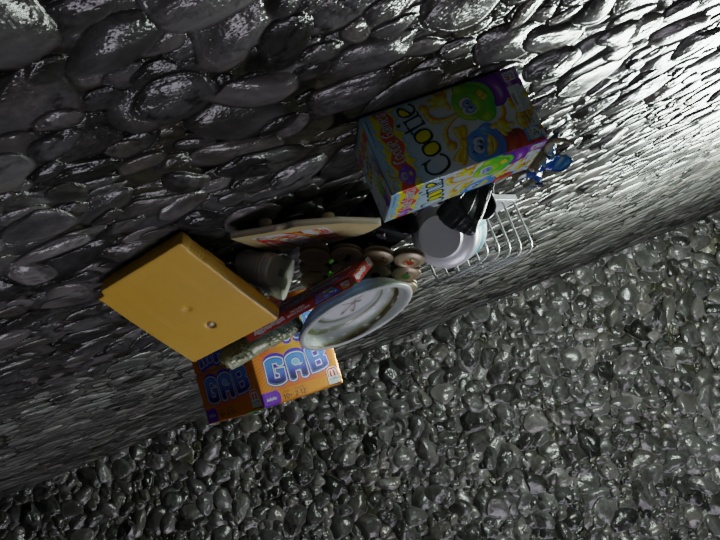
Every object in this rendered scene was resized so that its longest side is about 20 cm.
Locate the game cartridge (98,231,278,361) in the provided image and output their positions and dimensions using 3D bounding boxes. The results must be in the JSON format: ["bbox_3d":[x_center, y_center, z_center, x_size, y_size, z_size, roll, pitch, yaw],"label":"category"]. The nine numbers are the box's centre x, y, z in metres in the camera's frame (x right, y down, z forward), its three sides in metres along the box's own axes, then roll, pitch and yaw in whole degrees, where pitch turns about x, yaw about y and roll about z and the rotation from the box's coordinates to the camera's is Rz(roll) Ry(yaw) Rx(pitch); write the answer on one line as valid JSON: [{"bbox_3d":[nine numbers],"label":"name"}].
[{"bbox_3d":[-0.246,0.043,1.105,0.176,0.033,0.200,-27,131,24],"label":"game cartridge"}]

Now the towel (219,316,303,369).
[{"bbox_3d":[-0.161,0.108,1.294,0.148,0.037,0.200,-27,-175,-3],"label":"towel"}]

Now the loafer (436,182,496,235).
[{"bbox_3d":[0.179,-0.110,1.203,0.068,0.070,0.201,-47,-179,36],"label":"loafer"}]

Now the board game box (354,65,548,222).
[{"bbox_3d":[0.105,-0.151,0.937,0.199,0.103,0.105,-20,168,-8],"label":"board game box"}]

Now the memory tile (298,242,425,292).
[{"bbox_3d":[0.000,0.000,1.243,0.199,0.017,0.153,3,153,-3],"label":"memory tile"}]

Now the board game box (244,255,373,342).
[{"bbox_3d":[-0.077,0.042,1.169,0.199,0.020,0.103,-29,-173,20],"label":"board game box"}]

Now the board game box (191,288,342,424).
[{"bbox_3d":[-0.194,0.168,1.523,0.199,0.201,0.200,-10,171,-44],"label":"board game box"}]

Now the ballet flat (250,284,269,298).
[{"bbox_3d":[-0.182,0.046,1.230,0.065,0.071,0.200,-10,170,4],"label":"ballet flat"}]

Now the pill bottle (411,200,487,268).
[{"bbox_3d":[0.149,-0.063,1.297,0.110,0.111,0.200,-25,179,16],"label":"pill bottle"}]

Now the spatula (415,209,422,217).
[{"bbox_3d":[0.100,-0.104,1.339,0.056,0.021,0.200,-26,169,-2],"label":"spatula"}]

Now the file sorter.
[{"bbox_3d":[0.224,-0.062,1.500,0.139,0.125,0.200,-30,166,36],"label":"file sorter"}]

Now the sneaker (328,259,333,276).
[{"bbox_3d":[-0.039,-0.008,1.433,0.084,0.077,0.200,-35,180,-33],"label":"sneaker"}]

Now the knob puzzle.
[{"bbox_3d":[-0.069,-0.065,1.127,0.218,0.031,0.220,-7,174,-1],"label":"knob puzzle"}]

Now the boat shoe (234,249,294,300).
[{"bbox_3d":[-0.157,0.005,1.261,0.068,0.072,0.200,16,179,9],"label":"boat shoe"}]

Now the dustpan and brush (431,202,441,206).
[{"bbox_3d":[0.121,-0.144,1.099,0.139,0.057,0.200,-20,171,-12],"label":"dustpan and brush"}]

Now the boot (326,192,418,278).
[{"bbox_3d":[0.046,-0.044,1.248,0.164,0.066,0.200,22,152,-13],"label":"boot"}]

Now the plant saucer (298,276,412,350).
[{"bbox_3d":[-0.015,0.059,1.242,0.199,0.050,0.200,-24,158,-10],"label":"plant saucer"}]

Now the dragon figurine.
[{"bbox_3d":[0.301,-0.186,1.246,0.099,0.059,0.200,-16,167,-27],"label":"dragon figurine"}]
